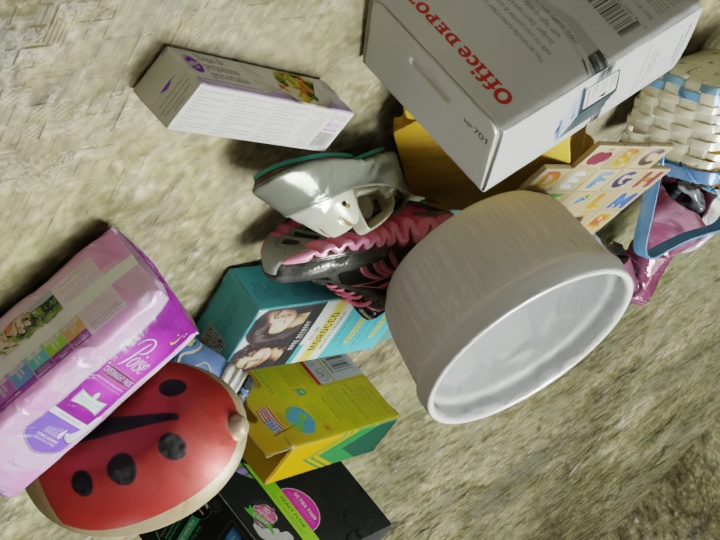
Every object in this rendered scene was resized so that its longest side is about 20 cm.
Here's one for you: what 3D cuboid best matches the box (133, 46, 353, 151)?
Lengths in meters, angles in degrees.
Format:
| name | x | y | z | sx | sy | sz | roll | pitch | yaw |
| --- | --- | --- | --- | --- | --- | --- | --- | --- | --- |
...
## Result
| name | x | y | z | sx | sy | sz | roll | pitch | yaw |
| --- | --- | --- | --- | --- | --- | --- | --- | --- | --- |
| box | -0.074 | -0.114 | 1.091 | 0.041 | 0.039 | 0.200 | -50 | 158 | 20 |

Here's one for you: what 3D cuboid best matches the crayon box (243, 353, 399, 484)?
| name | x | y | z | sx | sy | sz | roll | pitch | yaw |
| --- | --- | --- | --- | --- | --- | --- | --- | --- | --- |
| crayon box | -0.070 | 0.116 | 1.427 | 0.199 | 0.127 | 0.051 | -7 | 140 | -55 |

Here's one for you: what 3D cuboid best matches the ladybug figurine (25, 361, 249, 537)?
| name | x | y | z | sx | sy | sz | roll | pitch | yaw |
| --- | --- | --- | --- | --- | --- | --- | --- | --- | --- |
| ladybug figurine | -0.179 | 0.129 | 1.222 | 0.199 | 0.137 | 0.072 | -15 | 152 | 19 |

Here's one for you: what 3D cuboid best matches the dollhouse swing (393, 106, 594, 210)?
| name | x | y | z | sx | sy | sz | roll | pitch | yaw |
| --- | --- | --- | --- | --- | --- | --- | --- | --- | --- |
| dollhouse swing | 0.126 | -0.170 | 1.346 | 0.180 | 0.177 | 0.200 | -1 | 160 | 8 |

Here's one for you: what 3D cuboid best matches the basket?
| name | x | y | z | sx | sy | sz | roll | pitch | yaw |
| --- | --- | --- | --- | --- | --- | --- | --- | --- | --- |
| basket | 0.350 | -0.121 | 1.662 | 0.176 | 0.139 | 0.201 | -19 | 119 | -46 |

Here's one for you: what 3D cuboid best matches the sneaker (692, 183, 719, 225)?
| name | x | y | z | sx | sy | sz | roll | pitch | yaw |
| --- | --- | --- | --- | --- | --- | --- | --- | --- | --- |
| sneaker | 0.430 | -0.078 | 2.021 | 0.087 | 0.075 | 0.200 | -41 | 160 | 14 |

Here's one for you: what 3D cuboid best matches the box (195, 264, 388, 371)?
| name | x | y | z | sx | sy | sz | roll | pitch | yaw |
| --- | --- | --- | --- | --- | --- | --- | --- | --- | --- |
| box | -0.048 | 0.035 | 1.389 | 0.199 | 0.049 | 0.082 | -8 | 141 | -48 |

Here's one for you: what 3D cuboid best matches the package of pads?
| name | x | y | z | sx | sy | sz | roll | pitch | yaw |
| --- | --- | --- | --- | --- | --- | --- | --- | --- | --- |
| package of pads | -0.216 | 0.069 | 1.146 | 0.200 | 0.076 | 0.121 | -41 | 162 | -4 |

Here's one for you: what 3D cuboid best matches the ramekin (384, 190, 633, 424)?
| name | x | y | z | sx | sy | sz | roll | pitch | yaw |
| --- | --- | --- | --- | --- | --- | --- | --- | --- | --- |
| ramekin | 0.113 | 0.025 | 1.323 | 0.199 | 0.105 | 0.201 | -27 | 155 | -14 |

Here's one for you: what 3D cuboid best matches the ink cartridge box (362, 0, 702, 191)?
| name | x | y | z | sx | sy | sz | roll | pitch | yaw |
| --- | --- | --- | --- | --- | --- | --- | --- | --- | --- |
| ink cartridge box | 0.123 | -0.174 | 1.173 | 0.199 | 0.147 | 0.086 | -33 | 160 | -21 |

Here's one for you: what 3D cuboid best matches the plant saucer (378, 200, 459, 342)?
| name | x | y | z | sx | sy | sz | roll | pitch | yaw |
| --- | --- | --- | --- | --- | --- | --- | --- | --- | --- |
| plant saucer | 0.048 | 0.007 | 1.551 | 0.200 | 0.036 | 0.200 | -35 | 158 | -17 |

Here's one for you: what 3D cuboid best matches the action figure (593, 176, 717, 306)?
| name | x | y | z | sx | sy | sz | roll | pitch | yaw |
| --- | --- | --- | --- | --- | --- | --- | --- | --- | --- |
| action figure | 0.346 | -0.021 | 1.891 | 0.134 | 0.148 | 0.201 | -17 | 134 | -60 |

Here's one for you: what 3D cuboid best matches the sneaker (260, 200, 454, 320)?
| name | x | y | z | sx | sy | sz | roll | pitch | yaw |
| --- | --- | --- | --- | --- | --- | --- | --- | --- | --- |
| sneaker | 0.000 | 0.000 | 1.337 | 0.199 | 0.079 | 0.096 | -10 | 114 | -41 |

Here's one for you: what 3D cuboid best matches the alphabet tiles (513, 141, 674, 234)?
| name | x | y | z | sx | sy | sz | roll | pitch | yaw |
| --- | --- | --- | --- | --- | --- | --- | --- | --- | --- |
| alphabet tiles | 0.173 | -0.052 | 1.389 | 0.166 | 0.006 | 0.200 | -2 | 150 | -42 |

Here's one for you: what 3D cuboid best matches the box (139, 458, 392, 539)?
| name | x | y | z | sx | sy | sz | roll | pitch | yaw |
| --- | --- | --- | --- | --- | --- | --- | --- | --- | --- |
| box | -0.102 | 0.213 | 1.450 | 0.148 | 0.200 | 0.125 | -18 | 148 | -48 |

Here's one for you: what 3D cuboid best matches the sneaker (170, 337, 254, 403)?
| name | x | y | z | sx | sy | sz | roll | pitch | yaw |
| --- | --- | --- | --- | --- | --- | --- | --- | --- | --- |
| sneaker | -0.175 | 0.115 | 1.328 | 0.200 | 0.077 | 0.076 | -36 | -165 | 30 |

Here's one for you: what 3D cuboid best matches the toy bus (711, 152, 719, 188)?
| name | x | y | z | sx | sy | sz | roll | pitch | yaw |
| --- | --- | --- | --- | --- | --- | --- | --- | --- | --- |
| toy bus | 0.422 | -0.165 | 1.839 | 0.078 | 0.065 | 0.200 | -31 | 157 | -25 |

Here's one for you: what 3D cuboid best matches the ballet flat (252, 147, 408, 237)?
| name | x | y | z | sx | sy | sz | roll | pitch | yaw |
| --- | --- | --- | --- | --- | --- | --- | --- | --- | --- |
| ballet flat | -0.014 | -0.057 | 1.232 | 0.067 | 0.064 | 0.200 | -24 | 177 | 25 |
